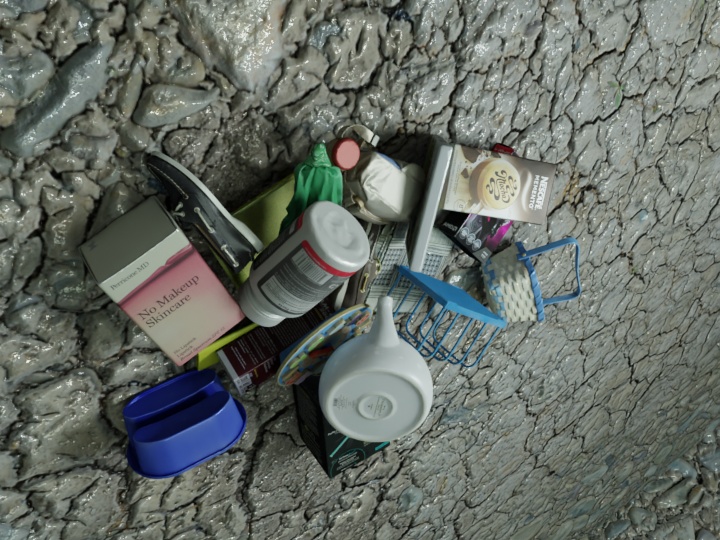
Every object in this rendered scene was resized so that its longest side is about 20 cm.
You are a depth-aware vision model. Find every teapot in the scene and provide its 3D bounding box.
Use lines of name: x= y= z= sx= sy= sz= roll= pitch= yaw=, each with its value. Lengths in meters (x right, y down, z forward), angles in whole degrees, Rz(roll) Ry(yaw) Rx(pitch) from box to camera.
teapot: x=0.025 y=0.176 z=1.103 sx=0.200 sy=0.146 sz=0.197 roll=-33 pitch=118 yaw=20

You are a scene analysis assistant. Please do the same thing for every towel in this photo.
towel: x=-0.183 y=0.103 z=1.115 sx=0.200 sy=0.018 sz=0.086 roll=-26 pitch=160 yaw=-26
towel: x=0.082 y=-0.007 z=1.261 sx=0.200 sy=0.035 sz=0.193 roll=10 pitch=113 yaw=-41

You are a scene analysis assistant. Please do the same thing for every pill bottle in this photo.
pill bottle: x=-0.089 y=-0.001 z=0.957 sx=0.111 sy=0.111 sz=0.200 roll=14 pitch=139 yaw=-42

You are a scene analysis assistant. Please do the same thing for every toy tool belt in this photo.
toy tool belt: x=-0.002 y=-0.150 z=1.043 sx=0.200 sy=0.123 sz=0.125 roll=28 pitch=87 yaw=-40

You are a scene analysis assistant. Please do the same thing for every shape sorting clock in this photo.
shape sorting clock: x=-0.057 y=0.126 z=1.111 sx=0.200 sy=0.039 sz=0.200 roll=-33 pitch=162 yaw=-12

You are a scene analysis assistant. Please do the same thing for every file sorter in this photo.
file sorter: x=0.148 y=0.095 z=1.267 sx=0.200 sy=0.139 sz=0.123 roll=19 pitch=106 yaw=-45

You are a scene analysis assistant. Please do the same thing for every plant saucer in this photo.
plant saucer: x=-0.130 y=-0.052 z=1.058 sx=0.200 sy=0.048 sz=0.200 roll=-35 pitch=135 yaw=-12

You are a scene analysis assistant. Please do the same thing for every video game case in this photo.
video game case: x=0.109 y=-0.116 z=1.097 sx=0.023 sy=0.182 sz=0.200 roll=12 pitch=106 yaw=-2

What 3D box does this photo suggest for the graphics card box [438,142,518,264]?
graphics card box: x=0.248 y=-0.125 z=1.278 sx=0.200 sy=0.051 sz=0.125 roll=-54 pitch=135 yaw=-1

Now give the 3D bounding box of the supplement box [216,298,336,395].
supplement box: x=-0.135 y=0.123 z=1.124 sx=0.200 sy=0.061 sz=0.109 roll=-31 pitch=162 yaw=-15

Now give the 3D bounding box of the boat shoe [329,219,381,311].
boat shoe: x=0.000 y=0.000 z=1.163 sx=0.059 sy=0.072 sz=0.200 roll=15 pitch=112 yaw=-14

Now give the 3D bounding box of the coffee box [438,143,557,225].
coffee box: x=0.230 y=-0.151 z=1.176 sx=0.200 sy=0.080 sz=0.113 roll=7 pitch=98 yaw=-18

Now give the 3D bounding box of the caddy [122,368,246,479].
caddy: x=-0.286 y=0.253 z=1.089 sx=0.200 sy=0.141 sz=0.105 roll=-23 pitch=128 yaw=-21

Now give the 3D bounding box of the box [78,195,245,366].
box: x=-0.277 y=0.018 z=0.952 sx=0.128 sy=0.109 sz=0.200 roll=-38 pitch=136 yaw=-9

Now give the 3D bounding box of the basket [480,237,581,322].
basket: x=0.360 y=0.018 z=1.399 sx=0.200 sy=0.139 sz=0.176 roll=-12 pitch=133 yaw=8

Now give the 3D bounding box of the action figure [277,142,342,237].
action figure: x=-0.066 y=-0.096 z=0.981 sx=0.118 sy=0.055 sz=0.200 roll=7 pitch=131 yaw=-2

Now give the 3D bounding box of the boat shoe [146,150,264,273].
boat shoe: x=-0.221 y=-0.077 z=0.917 sx=0.060 sy=0.074 sz=0.200 roll=-50 pitch=116 yaw=-13

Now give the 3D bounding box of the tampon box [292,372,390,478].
tampon box: x=-0.035 y=0.266 z=1.297 sx=0.150 sy=0.126 sz=0.200 roll=-22 pitch=130 yaw=-25
